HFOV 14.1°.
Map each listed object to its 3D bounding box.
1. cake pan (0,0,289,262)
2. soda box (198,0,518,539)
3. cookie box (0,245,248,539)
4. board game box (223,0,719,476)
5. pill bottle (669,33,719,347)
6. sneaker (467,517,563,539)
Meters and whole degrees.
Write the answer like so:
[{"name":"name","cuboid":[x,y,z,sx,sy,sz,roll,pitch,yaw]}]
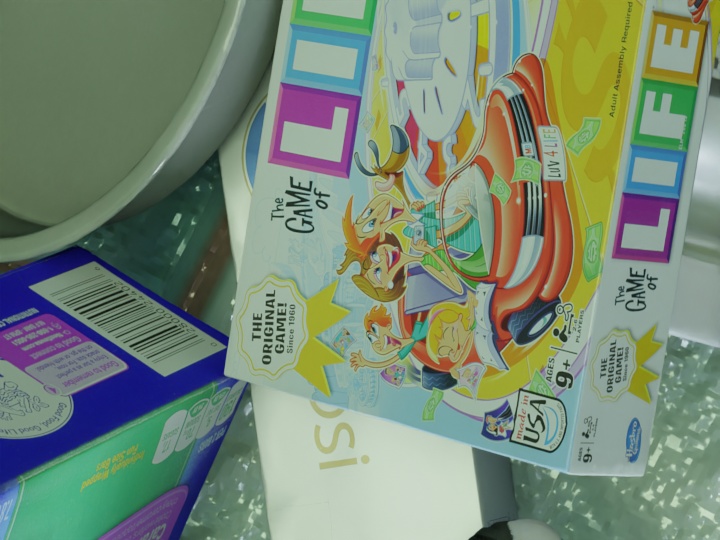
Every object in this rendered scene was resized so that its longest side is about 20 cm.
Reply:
[{"name":"cake pan","cuboid":[-0.091,-0.100,0.885,0.199,0.037,0.202,-8,78,41]},{"name":"soda box","cuboid":[0.000,0.000,0.888,0.068,0.064,0.201,-9,85,12]},{"name":"cookie box","cuboid":[-0.129,0.110,0.832,0.075,0.171,0.201,31,114,16]},{"name":"board game box","cuboid":[0.034,-0.056,0.795,0.134,0.034,0.201,13,95,44]},{"name":"pill bottle","cuboid":[0.092,-0.085,0.847,0.110,0.111,0.201,15,91,13]},{"name":"sneaker","cuboid":[0.067,0.156,0.845,0.076,0.076,0.201,-9,119,1]}]
